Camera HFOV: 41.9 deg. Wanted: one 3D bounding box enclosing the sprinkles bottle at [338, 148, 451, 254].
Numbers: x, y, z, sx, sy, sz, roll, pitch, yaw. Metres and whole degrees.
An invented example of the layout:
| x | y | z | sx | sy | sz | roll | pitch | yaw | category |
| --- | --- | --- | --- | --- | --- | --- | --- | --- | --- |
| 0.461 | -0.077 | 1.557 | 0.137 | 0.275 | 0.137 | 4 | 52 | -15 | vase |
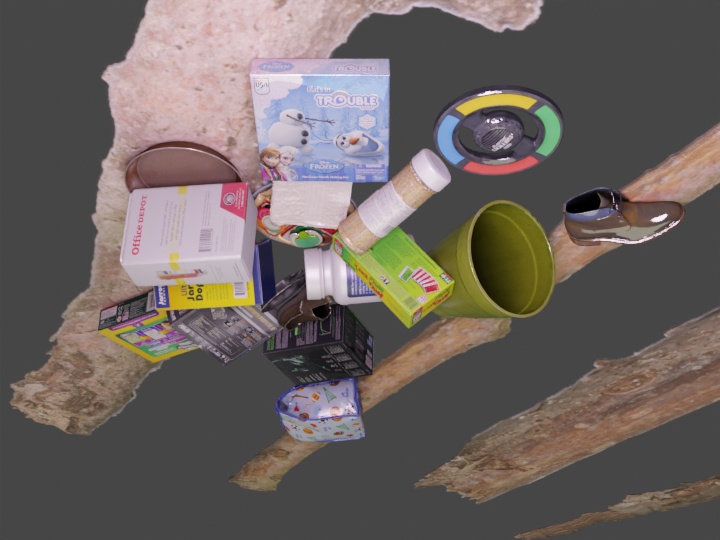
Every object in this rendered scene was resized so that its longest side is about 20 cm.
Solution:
| x | y | z | sx | sy | sz | roll | pitch | yaw | category |
| --- | --- | --- | --- | --- | --- | --- | --- | --- | --- |
| 0.053 | -0.109 | 1.518 | 0.200 | 0.069 | 0.068 | -40 | 133 | 24 | sprinkles bottle |

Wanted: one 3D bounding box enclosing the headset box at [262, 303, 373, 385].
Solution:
| x | y | z | sx | sy | sz | roll | pitch | yaw | category |
| --- | --- | --- | --- | --- | --- | --- | --- | --- | --- |
| -0.093 | 0.161 | 1.993 | 0.198 | 0.094 | 0.174 | -11 | 147 | 20 | headset box |

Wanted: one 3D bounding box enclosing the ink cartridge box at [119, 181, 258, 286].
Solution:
| x | y | z | sx | sy | sz | roll | pitch | yaw | category |
| --- | --- | --- | --- | --- | --- | --- | --- | --- | --- |
| -0.276 | -0.058 | 1.531 | 0.197 | 0.147 | 0.084 | -2 | 151 | 6 | ink cartridge box |

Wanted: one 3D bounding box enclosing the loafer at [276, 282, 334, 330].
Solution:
| x | y | z | sx | sy | sz | roll | pitch | yaw | category |
| --- | --- | --- | --- | --- | --- | --- | --- | --- | --- |
| -0.100 | 0.074 | 1.849 | 0.073 | 0.071 | 0.200 | -25 | 167 | -39 | loafer |

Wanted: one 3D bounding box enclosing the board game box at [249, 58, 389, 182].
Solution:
| x | y | z | sx | sy | sz | roll | pitch | yaw | category |
| --- | --- | --- | --- | --- | --- | --- | --- | --- | --- |
| -0.055 | -0.217 | 1.387 | 0.197 | 0.044 | 0.200 | 0 | 136 | 2 | board game box |

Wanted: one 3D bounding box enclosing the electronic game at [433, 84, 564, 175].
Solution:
| x | y | z | sx | sy | sz | roll | pitch | yaw | category |
| --- | --- | --- | --- | --- | --- | --- | --- | --- | --- |
| 0.209 | -0.209 | 1.426 | 0.197 | 0.042 | 0.201 | 1 | 148 | 0 | electronic game |

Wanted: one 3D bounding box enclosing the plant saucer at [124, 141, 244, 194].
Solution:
| x | y | z | sx | sy | sz | roll | pitch | yaw | category |
| --- | --- | --- | --- | --- | --- | --- | --- | --- | --- |
| -0.287 | -0.151 | 1.549 | 0.198 | 0.035 | 0.201 | 1 | 148 | 1 | plant saucer |

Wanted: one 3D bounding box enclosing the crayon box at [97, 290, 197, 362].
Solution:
| x | y | z | sx | sy | sz | roll | pitch | yaw | category |
| --- | --- | --- | --- | --- | --- | --- | --- | --- | --- |
| -0.414 | 0.114 | 1.963 | 0.198 | 0.059 | 0.172 | -18 | 145 | 27 | crayon box |

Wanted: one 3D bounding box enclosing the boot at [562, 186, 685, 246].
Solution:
| x | y | z | sx | sy | sz | roll | pitch | yaw | category |
| --- | --- | --- | --- | --- | --- | --- | --- | --- | --- |
| 0.435 | -0.094 | 1.574 | 0.198 | 0.075 | 0.097 | -12 | 149 | 24 | boot |

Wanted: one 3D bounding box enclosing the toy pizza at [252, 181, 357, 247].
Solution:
| x | y | z | sx | sy | sz | roll | pitch | yaw | category |
| --- | --- | --- | --- | --- | --- | --- | --- | --- | --- |
| -0.102 | -0.091 | 1.640 | 0.198 | 0.032 | 0.201 | 1 | 149 | 1 | toy pizza |

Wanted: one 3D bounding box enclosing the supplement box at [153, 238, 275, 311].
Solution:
| x | y | z | sx | sy | sz | roll | pitch | yaw | category |
| --- | --- | --- | --- | --- | --- | --- | --- | --- | --- |
| -0.263 | 0.006 | 1.695 | 0.197 | 0.111 | 0.109 | -4 | -173 | 8 | supplement box |

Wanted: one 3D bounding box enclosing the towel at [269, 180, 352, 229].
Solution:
| x | y | z | sx | sy | sz | roll | pitch | yaw | category |
| --- | --- | --- | --- | --- | --- | --- | --- | --- | --- |
| -0.079 | -0.144 | 1.520 | 0.131 | 0.035 | 0.201 | 4 | 137 | -5 | towel |

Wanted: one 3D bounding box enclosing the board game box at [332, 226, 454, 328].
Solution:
| x | y | z | sx | sy | sz | roll | pitch | yaw | category |
| --- | --- | --- | --- | --- | --- | --- | --- | --- | --- |
| 0.053 | -0.009 | 1.591 | 0.101 | 0.200 | 0.048 | -35 | 157 | -21 | board game box |

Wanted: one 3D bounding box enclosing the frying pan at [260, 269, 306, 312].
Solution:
| x | y | z | sx | sy | sz | roll | pitch | yaw | category |
| --- | --- | --- | --- | --- | --- | --- | --- | --- | --- |
| -0.151 | 0.036 | 1.774 | 0.115 | 0.031 | 0.190 | -38 | 172 | -2 | frying pan |

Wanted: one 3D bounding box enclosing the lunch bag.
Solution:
| x | y | z | sx | sy | sz | roll | pitch | yaw | category |
| --- | --- | --- | --- | --- | --- | --- | --- | --- | --- |
| -0.096 | 0.337 | 2.257 | 0.198 | 0.125 | 0.171 | -9 | 149 | 2 | lunch bag |

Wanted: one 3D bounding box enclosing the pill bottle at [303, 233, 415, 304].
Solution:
| x | y | z | sx | sy | sz | roll | pitch | yaw | category |
| --- | --- | --- | --- | --- | --- | --- | --- | --- | --- |
| 0.000 | 0.000 | 1.683 | 0.197 | 0.121 | 0.120 | -4 | 149 | -4 | pill bottle |

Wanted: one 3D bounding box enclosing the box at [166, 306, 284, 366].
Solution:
| x | y | z | sx | sy | sz | roll | pitch | yaw | category |
| --- | --- | --- | --- | --- | --- | --- | --- | --- | --- |
| -0.268 | 0.095 | 1.884 | 0.158 | 0.049 | 0.200 | -34 | 140 | 9 | box |

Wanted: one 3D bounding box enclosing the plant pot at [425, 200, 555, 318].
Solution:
| x | y | z | sx | sy | sz | roll | pitch | yaw | category |
| --- | --- | --- | --- | --- | --- | --- | --- | --- | --- |
| 0.203 | 0.002 | 1.651 | 0.199 | 0.203 | 0.192 | 21 | 155 | -29 | plant pot |
